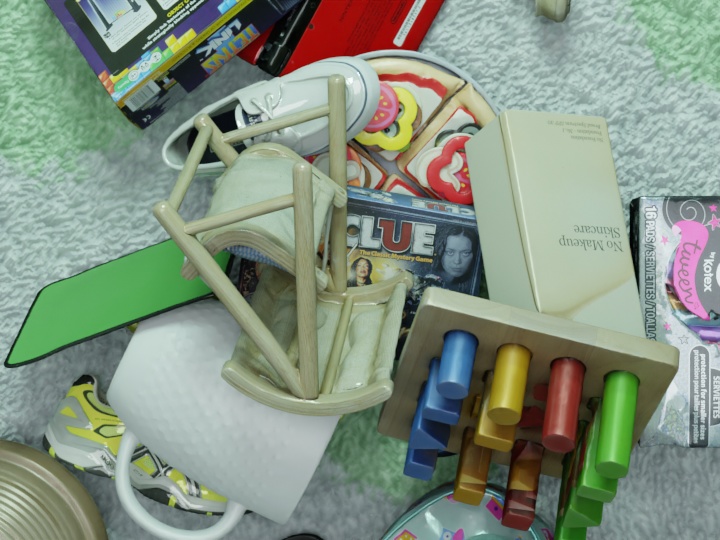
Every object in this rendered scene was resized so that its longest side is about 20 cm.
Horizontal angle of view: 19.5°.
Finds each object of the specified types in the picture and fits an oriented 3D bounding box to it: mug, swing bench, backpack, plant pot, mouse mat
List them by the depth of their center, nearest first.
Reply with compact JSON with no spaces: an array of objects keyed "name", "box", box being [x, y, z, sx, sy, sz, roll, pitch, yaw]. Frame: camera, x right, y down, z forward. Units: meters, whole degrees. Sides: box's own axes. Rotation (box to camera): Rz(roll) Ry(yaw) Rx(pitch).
[{"name":"swing bench","box":[-0.052,-0.013,1.606,0.129,0.199,0.201,-15,112,13]},{"name":"mug","box":[-0.120,0.124,1.690,0.174,0.148,0.201,26,87,-2]},{"name":"mouse mat","box":[-0.190,0.015,1.713,0.199,0.161,0.008,-21,111,13]},{"name":"backpack","box":[0.097,0.273,1.716,0.176,0.153,0.200,-40,81,8]},{"name":"plant pot","box":[-0.316,0.249,1.740,0.199,0.093,0.203,3,104,12]}]

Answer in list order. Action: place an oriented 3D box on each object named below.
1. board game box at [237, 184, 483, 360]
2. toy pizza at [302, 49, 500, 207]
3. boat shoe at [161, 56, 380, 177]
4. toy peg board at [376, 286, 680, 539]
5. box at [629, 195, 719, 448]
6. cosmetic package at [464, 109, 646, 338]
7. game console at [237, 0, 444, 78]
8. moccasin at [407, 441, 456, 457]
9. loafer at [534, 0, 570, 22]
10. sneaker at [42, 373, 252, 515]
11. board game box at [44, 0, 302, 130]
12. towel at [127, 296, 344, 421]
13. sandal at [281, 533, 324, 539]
[{"name":"board game box","box":[0.000,0.000,1.738,0.198,0.035,0.137,9,110,1]},{"name":"toy pizza","box":[0.028,-0.083,1.744,0.198,0.032,0.202,0,108,0]},{"name":"boat shoe","box":[-0.075,-0.117,1.706,0.199,0.065,0.074,-24,85,32]},{"name":"toy peg board","box":[0.119,0.126,1.608,0.198,0.200,0.098,14,55,-3]},{"name":"box","box":[0.279,0.040,1.709,0.114,0.132,0.202,-1,91,4]},{"name":"cosmetic package","box":[0.155,-0.021,1.674,0.103,0.073,0.201,1,68,-28]},{"name":"game console","box":[-0.028,-0.253,1.780,0.172,0.119,0.201,28,93,-29]},{"name":"moccasin","box":[0.130,0.097,1.753,0.199,0.068,0.081,-19,75,8]},{"name":"loafer","box":[0.128,-0.298,1.747,0.068,0.076,0.202,-15,80,4]},{"name":"sneaker","box":[-0.167,0.149,1.763,0.199,0.075,0.077,20,93,1]},{"name":"board game box","box":[-0.152,-0.241,1.733,0.200,0.057,0.166,-38,58,3]},{"name":"towel","box":[-0.103,0.076,1.787,0.200,0.018,0.086,40,91,2]},{"name":"sandal","box":[-0.100,0.302,1.775,0.200,0.045,0.075,-40,89,3]}]
